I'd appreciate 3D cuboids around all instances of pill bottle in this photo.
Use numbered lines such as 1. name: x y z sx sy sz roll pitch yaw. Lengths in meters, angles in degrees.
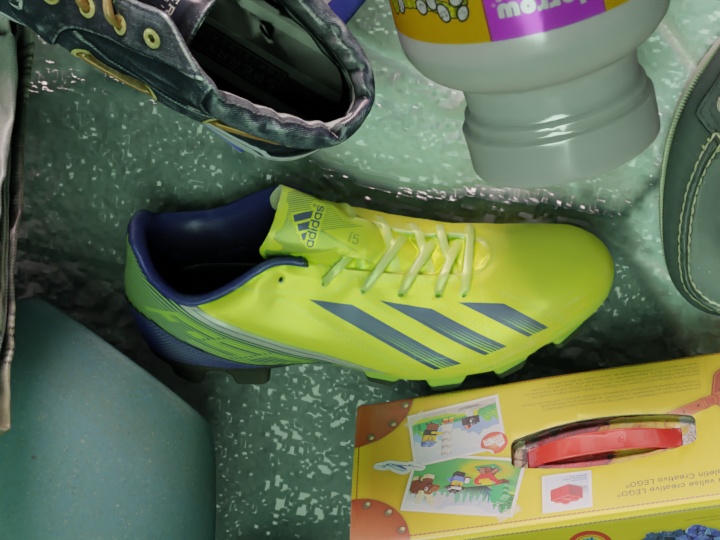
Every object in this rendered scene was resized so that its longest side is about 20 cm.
1. pill bottle: 0.053 -0.135 0.836 0.103 0.104 0.201 -10 113 13

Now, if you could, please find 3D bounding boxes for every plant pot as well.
1. plant pot: -0.135 0.092 0.944 0.200 0.200 0.135 37 82 -9

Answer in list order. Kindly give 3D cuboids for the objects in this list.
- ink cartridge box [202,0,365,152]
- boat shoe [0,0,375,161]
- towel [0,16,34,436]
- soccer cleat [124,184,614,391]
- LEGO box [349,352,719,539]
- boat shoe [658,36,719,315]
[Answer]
1. ink cartridge box: -0.094 -0.144 0.888 0.199 0.044 0.094 37 117 -9
2. boat shoe: -0.082 -0.106 0.818 0.199 0.091 0.071 29 85 -11
3. towel: -0.209 -0.016 0.885 0.199 0.194 0.034 -12 155 28
4. soccer cleat: 0.000 0.001 0.927 0.198 0.065 0.084 -4 132 14
5. LEGO box: 0.110 0.114 0.935 0.198 0.078 0.150 -9 135 12
6. boat shoe: 0.163 -0.063 0.877 0.072 0.062 0.201 21 117 -2
